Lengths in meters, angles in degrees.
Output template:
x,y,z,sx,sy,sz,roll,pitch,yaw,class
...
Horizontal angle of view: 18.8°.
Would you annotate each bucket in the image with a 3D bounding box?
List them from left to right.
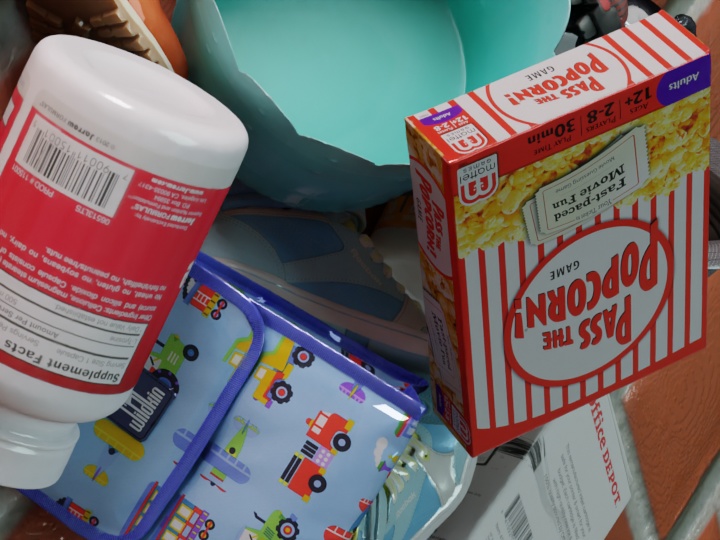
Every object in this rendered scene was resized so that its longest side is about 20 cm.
x,y,z,sx,sy,sz,roll,pitch,yaw,class
-0.002,-0.133,1.146,0.206,0.135,0.208,4,76,-17,bucket

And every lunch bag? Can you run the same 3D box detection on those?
x,y,z,sx,sy,sz,roll,pitch,yaw,class
-0.087,0.077,1.128,0.151,0.199,0.094,-59,-179,6,lunch bag

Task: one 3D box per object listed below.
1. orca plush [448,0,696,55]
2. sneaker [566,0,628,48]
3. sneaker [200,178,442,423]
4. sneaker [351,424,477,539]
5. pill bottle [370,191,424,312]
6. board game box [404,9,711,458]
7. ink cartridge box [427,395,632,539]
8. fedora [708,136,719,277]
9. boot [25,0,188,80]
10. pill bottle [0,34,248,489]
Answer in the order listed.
x,y,z,sx,sy,sz,roll,pitch,yaw,class
0.128,-0.150,1.307,0.199,0.105,0.071,0,61,-39,orca plush
0.117,-0.220,1.173,0.098,0.071,0.201,-27,107,-20,sneaker
0.000,0.000,1.228,0.199,0.080,0.131,23,57,-17,sneaker
0.009,0.126,1.334,0.200,0.079,0.131,-60,159,-20,sneaker
0.091,-0.069,1.394,0.116,0.116,0.201,49,59,-50,pill bottle
0.104,-0.016,1.106,0.151,0.046,0.201,-24,134,-17,board game box
0.099,0.166,1.503,0.200,0.084,0.146,-51,138,-36,ink cartridge box
0.149,-0.020,1.284,0.199,0.177,0.091,-5,125,-37,fedora
-0.124,-0.165,1.091,0.107,0.075,0.200,-59,141,-34,boot
-0.142,-0.001,1.041,0.112,0.112,0.201,5,116,-56,pill bottle
